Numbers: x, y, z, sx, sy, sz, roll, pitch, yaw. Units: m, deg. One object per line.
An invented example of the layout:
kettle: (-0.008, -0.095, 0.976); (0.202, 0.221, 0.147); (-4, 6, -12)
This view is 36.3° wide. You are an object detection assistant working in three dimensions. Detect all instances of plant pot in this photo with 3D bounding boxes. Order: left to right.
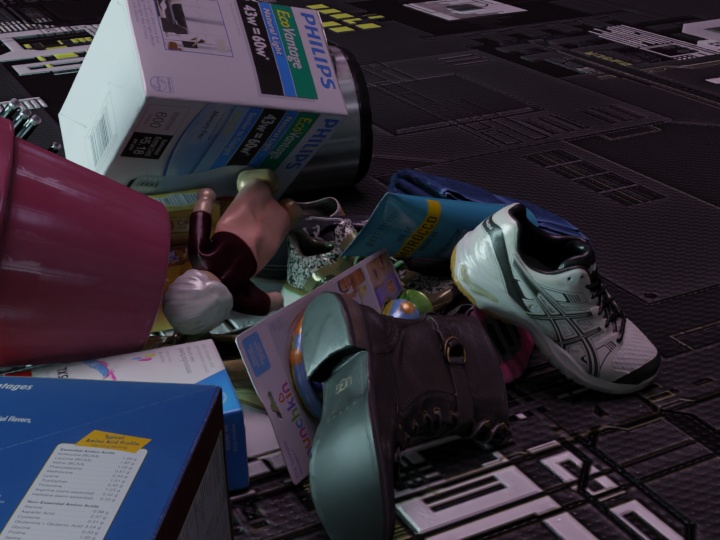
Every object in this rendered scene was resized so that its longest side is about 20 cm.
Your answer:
plant pot: (-0.250, -0.009, 0.842); (0.178, 0.201, 0.200); (11, 18, -24)

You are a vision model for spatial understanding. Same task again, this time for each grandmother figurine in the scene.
grandmother figurine: (-0.109, -0.010, 0.935); (0.060, 0.121, 0.200); (-37, 12, 33)

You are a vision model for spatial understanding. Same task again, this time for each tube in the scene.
tube: (0.074, -0.037, 0.957); (0.199, 0.078, 0.051); (1, 44, -42)

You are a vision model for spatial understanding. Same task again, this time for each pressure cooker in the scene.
pressure cooker: (-0.099, -0.173, 1.307); (0.198, 0.180, 0.176); (-9, -6, -16)

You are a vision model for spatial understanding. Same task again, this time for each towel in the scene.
towel: (0.129, -0.054, 1.101); (0.199, 0.049, 0.112); (13, 15, -27)

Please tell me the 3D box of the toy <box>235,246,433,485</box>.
toy: (0.000, 0.063, 0.837); (0.047, 0.116, 0.200); (-16, 10, 36)

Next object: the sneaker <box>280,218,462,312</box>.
sneaker: (0.000, 0.000, 0.993); (0.199, 0.089, 0.077); (4, 26, 34)

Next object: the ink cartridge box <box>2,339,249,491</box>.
ink cartridge box: (-0.190, 0.118, 0.786); (0.198, 0.068, 0.116); (-9, 25, -16)

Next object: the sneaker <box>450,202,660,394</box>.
sneaker: (0.170, 0.024, 0.873); (0.199, 0.088, 0.076); (32, 39, -11)

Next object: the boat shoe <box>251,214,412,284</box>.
boat shoe: (-0.038, -0.032, 1.091); (0.198, 0.063, 0.073); (-2, 68, -11)

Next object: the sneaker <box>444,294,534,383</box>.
sneaker: (0.106, 0.045, 0.957); (0.095, 0.080, 0.200); (-11, 14, 37)

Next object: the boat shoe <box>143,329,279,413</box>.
boat shoe: (-0.111, 0.071, 0.894); (0.199, 0.064, 0.073); (8, 25, 18)

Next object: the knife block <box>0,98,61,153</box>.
knife block: (-0.400, -0.080, 1.102); (0.198, 0.177, 0.064); (-2, 23, -3)

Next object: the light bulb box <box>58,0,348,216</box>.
light bulb box: (-0.150, -0.146, 1.020); (0.199, 0.198, 0.126); (0, 62, -33)

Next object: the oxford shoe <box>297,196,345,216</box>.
oxford shoe: (-0.102, -0.038, 1.146); (0.199, 0.058, 0.075); (-13, 29, -22)

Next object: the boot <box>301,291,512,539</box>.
boot: (0.047, 0.105, 0.776); (0.173, 0.202, 0.069); (14, -31, -40)

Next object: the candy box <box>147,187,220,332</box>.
candy box: (-0.225, -0.001, 0.991); (0.198, 0.118, 0.056); (-10, 25, -20)

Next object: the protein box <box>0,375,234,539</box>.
protein box: (-0.186, 0.165, 0.598); (0.197, 0.136, 0.200); (2, 24, 6)
